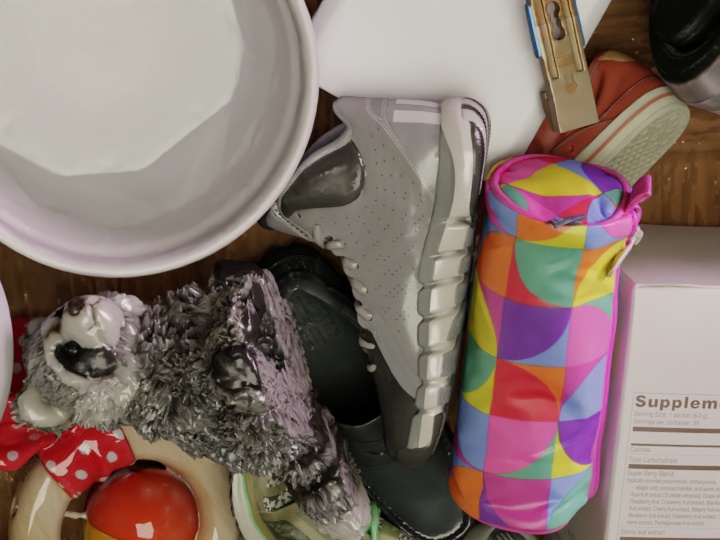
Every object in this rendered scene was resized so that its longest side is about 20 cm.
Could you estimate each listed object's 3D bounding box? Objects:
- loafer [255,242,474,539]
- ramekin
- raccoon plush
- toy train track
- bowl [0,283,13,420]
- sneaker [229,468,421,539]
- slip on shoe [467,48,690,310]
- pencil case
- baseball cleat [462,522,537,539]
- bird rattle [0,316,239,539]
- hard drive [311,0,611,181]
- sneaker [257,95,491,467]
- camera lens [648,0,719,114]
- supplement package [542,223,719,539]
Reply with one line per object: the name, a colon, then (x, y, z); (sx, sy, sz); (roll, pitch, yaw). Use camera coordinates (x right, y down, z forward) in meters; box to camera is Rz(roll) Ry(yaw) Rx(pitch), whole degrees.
loafer: (0.002, 0.076, 1.550); (0.068, 0.070, 0.201); (-32, 111, 0)
ramekin: (-0.126, -0.106, 1.448); (0.200, 0.105, 0.200); (-3, 109, -10)
raccoon plush: (-0.091, 0.085, 1.451); (0.134, 0.097, 0.200); (-16, 116, 14)
toy train track: (0.085, -0.170, 1.460); (0.115, 0.033, 0.200); (-18, 103, -16)
bowl: (-0.247, 0.032, 1.454); (0.201, 0.090, 0.201); (7, 104, 31)
sneaker: (-0.012, 0.141, 1.558); (0.089, 0.077, 0.200); (-13, 119, 13)
slip on shoe: (0.088, -0.042, 1.540); (0.200, 0.061, 0.074); (-43, 156, 14)
pencil case: (0.096, 0.038, 1.480); (0.088, 0.088, 0.200); (1, 119, -12)
baseball cleat: (0.094, 0.240, 1.598); (0.070, 0.106, 0.200); (-19, 115, -8)
bird rattle: (-0.144, 0.127, 1.543); (0.163, 0.113, 0.200); (9, 93, -26)
hard drive: (0.067, -0.161, 1.488); (0.132, 0.025, 0.200); (29, 94, -5)
sneaker: (0.000, 0.000, 1.480); (0.115, 0.075, 0.200); (9, 105, 4)
camera lens: (0.263, -0.139, 1.488); (0.200, 0.160, 0.160); (18, 103, -17)
supplement package: (0.178, 0.085, 1.562); (0.120, 0.121, 0.200); (2, 106, -12)
